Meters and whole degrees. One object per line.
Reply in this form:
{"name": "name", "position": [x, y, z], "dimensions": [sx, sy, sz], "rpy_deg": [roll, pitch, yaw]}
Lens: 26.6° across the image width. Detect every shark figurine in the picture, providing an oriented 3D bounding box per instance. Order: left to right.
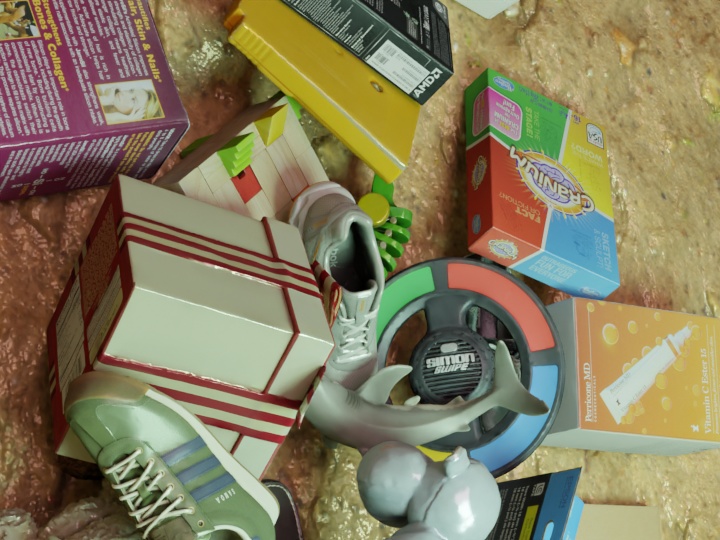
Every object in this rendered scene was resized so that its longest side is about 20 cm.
{"name": "shark figurine", "position": [0.042, 0.136, 1.273], "dimensions": [0.211, 0.129, 0.090], "rpy_deg": [-1, 46, -10]}

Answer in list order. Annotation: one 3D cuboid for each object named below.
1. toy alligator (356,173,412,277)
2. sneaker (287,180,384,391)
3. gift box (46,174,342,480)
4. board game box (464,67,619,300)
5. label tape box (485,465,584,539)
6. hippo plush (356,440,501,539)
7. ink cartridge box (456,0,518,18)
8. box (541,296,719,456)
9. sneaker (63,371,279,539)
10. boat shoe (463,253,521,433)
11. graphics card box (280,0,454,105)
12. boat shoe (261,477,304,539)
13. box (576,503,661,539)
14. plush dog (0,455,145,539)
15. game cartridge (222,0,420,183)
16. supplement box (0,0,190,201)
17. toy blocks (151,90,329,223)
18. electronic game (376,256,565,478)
{"name": "toy alligator", "position": [0.000, 0.000, 1.346], "dimensions": [0.054, 0.059, 0.202], "rpy_deg": [24, 72, 7]}
{"name": "sneaker", "position": [-0.014, 0.033, 1.266], "dimensions": [0.075, 0.092, 0.203], "rpy_deg": [-16, 112, -19]}
{"name": "gift box", "position": [-0.126, 0.068, 1.159], "dimensions": [0.185, 0.186, 0.201], "rpy_deg": [16, 33, -25]}
{"name": "board game box", "position": [0.172, -0.081, 1.455], "dimensions": [0.152, 0.040, 0.202], "rpy_deg": [22, 48, -25]}
{"name": "label tape box", "position": [0.129, 0.253, 1.282], "dimensions": [0.063, 0.199, 0.146], "rpy_deg": [30, 64, -22]}
{"name": "hippo plush", "position": [0.038, 0.207, 1.160], "dimensions": [0.159, 0.198, 0.162], "rpy_deg": [43, 66, -57]}
{"name": "ink cartridge box", "position": [0.131, -0.380, 1.494], "dimensions": [0.127, 0.125, 0.202], "rpy_deg": [24, 67, -24]}
{"name": "box", "position": [0.255, 0.105, 1.459], "dimensions": [0.198, 0.097, 0.126], "rpy_deg": [8, 74, -29]}
{"name": "sneaker", "position": [-0.129, 0.158, 1.061], "dimensions": [0.200, 0.067, 0.090], "rpy_deg": [44, 29, -30]}
{"name": "boat shoe", "position": [0.121, 0.081, 1.401], "dimensions": [0.073, 0.068, 0.202], "rpy_deg": [9, 73, -29]}
{"name": "graphics card box", "position": [-0.003, -0.251, 1.385], "dimensions": [0.199, 0.051, 0.126], "rpy_deg": [32, 31, -24]}
{"name": "boat shoe", "position": [-0.063, 0.269, 1.241], "dimensions": [0.071, 0.066, 0.204], "rpy_deg": [5, 75, -29]}
{"name": "box", "position": [0.219, 0.321, 1.426], "dimensions": [0.162, 0.021, 0.203], "rpy_deg": [8, 74, -30]}
{"name": "plush dog", "position": [-0.174, 0.213, 1.158], "dimensions": [0.200, 0.160, 0.172], "rpy_deg": [48, 33, -13]}
{"name": "game cartridge", "position": [-0.029, -0.187, 1.355], "dimensions": [0.199, 0.032, 0.177], "rpy_deg": [39, 29, -14]}
{"name": "supplement box", "position": [-0.255, -0.138, 1.200], "dimensions": [0.198, 0.103, 0.132], "rpy_deg": [-11, 71, -32]}
{"name": "toy blocks", "position": [-0.092, -0.050, 1.301], "dimensions": [0.200, 0.099, 0.138], "rpy_deg": [-44, 114, -41]}
{"name": "electronic game", "position": [0.081, 0.088, 1.339], "dimensions": [0.197, 0.042, 0.203], "rpy_deg": [-1, 80, 7]}
